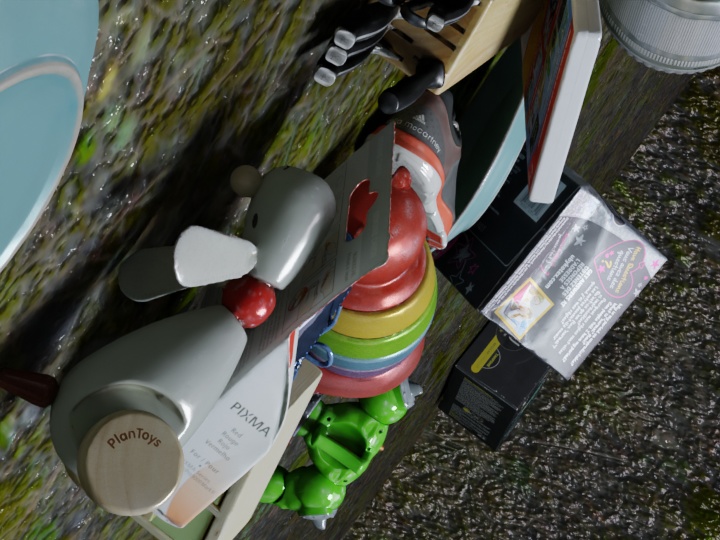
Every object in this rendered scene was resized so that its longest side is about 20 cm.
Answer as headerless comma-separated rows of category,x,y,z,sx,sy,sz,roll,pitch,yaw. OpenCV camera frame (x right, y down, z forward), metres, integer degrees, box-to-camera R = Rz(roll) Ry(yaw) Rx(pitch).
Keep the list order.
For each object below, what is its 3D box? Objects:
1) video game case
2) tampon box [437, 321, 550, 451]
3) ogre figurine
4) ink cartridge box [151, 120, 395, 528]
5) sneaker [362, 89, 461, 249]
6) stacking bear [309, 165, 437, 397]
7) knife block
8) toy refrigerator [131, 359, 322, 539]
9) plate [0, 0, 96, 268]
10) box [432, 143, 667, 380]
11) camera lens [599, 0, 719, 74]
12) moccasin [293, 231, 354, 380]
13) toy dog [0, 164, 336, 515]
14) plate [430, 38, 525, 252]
video game case,0.122,-0.163,1.154,0.143,0.017,0.201,101,-7,-49
tampon box,0.229,0.174,3.016,0.150,0.126,0.200,-50,170,-24
ogre figurine,-0.038,0.116,1.446,0.200,0.120,0.098,-52,171,-7
ink cartridge box,-0.040,0.027,1.006,0.200,0.050,0.162,-38,-158,22
sneaker,0.049,-0.077,1.327,0.082,0.077,0.200,-59,174,-13
stacking bear,0.000,0.000,1.269,0.122,0.113,0.200,-50,166,-24
knife block,0.040,-0.142,1.056,0.176,0.064,0.200,-51,171,-13
toy refrigerator,-0.101,0.125,1.298,0.070,0.076,0.200,-46,169,-41
plate,-0.147,-0.021,0.631,0.200,0.026,0.200,-52,172,-11
box,0.137,-0.026,1.505,0.132,0.115,0.200,-50,-150,6
camera lens,0.279,-0.261,1.526,0.160,0.160,0.200,-52,171,-8
moccasin,-0.073,0.051,1.154,0.200,0.081,0.068,-43,140,3
toy dog,-0.102,0.025,0.902,0.132,0.096,0.201,-36,-158,54
plate,0.098,-0.095,1.444,0.201,0.025,0.200,-60,-169,19
